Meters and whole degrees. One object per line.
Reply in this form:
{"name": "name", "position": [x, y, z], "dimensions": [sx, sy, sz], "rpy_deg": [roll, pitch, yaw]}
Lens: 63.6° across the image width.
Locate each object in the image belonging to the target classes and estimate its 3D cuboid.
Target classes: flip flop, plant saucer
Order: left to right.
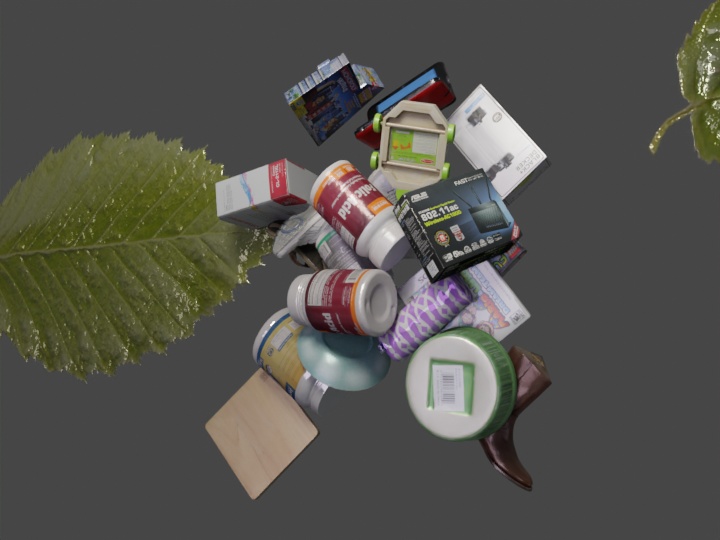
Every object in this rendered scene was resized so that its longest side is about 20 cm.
{"name": "flip flop", "position": [-0.135, -0.044, 1.301], "dimensions": [0.197, 0.080, 0.059], "rpy_deg": [32, 128, 24]}
{"name": "plant saucer", "position": [-0.029, 0.147, 1.157], "dimensions": [0.199, 0.199, 0.040], "rpy_deg": [36, 133, 24]}

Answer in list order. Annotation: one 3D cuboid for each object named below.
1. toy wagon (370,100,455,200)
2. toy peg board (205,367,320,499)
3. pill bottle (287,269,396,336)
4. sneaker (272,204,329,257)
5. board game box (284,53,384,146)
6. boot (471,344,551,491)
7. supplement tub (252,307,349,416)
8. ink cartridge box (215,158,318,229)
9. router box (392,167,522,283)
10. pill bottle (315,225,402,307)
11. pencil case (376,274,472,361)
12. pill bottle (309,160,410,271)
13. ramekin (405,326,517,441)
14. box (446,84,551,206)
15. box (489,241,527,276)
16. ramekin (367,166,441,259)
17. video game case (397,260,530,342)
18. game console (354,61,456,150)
{"name": "toy wagon", "position": [0.094, -0.206, 1.083], "dimensions": [0.150, 0.040, 0.207], "rpy_deg": [11, 114, 15]}
{"name": "toy peg board", "position": [-0.206, 0.356, 1.295], "dimensions": [0.199, 0.098, 0.200], "rpy_deg": [-44, 68, -1]}
{"name": "pill bottle", "position": [-0.038, 0.058, 1.082], "dimensions": [0.195, 0.112, 0.119], "rpy_deg": [-1, 84, 40]}
{"name": "sneaker", "position": [-0.102, -0.089, 1.242], "dimensions": [0.198, 0.088, 0.074], "rpy_deg": [-40, 36, -10]}
{"name": "board game box", "position": [-0.052, -0.383, 1.243], "dimensions": [0.196, 0.200, 0.063], "rpy_deg": [-33, 72, 4]}
{"name": "boot", "position": [0.296, 0.263, 1.058], "dimensions": [0.186, 0.064, 0.202], "rpy_deg": [43, 99, 21]}
{"name": "supplement tub", "position": [-0.117, 0.191, 1.223], "dimensions": [0.198, 0.144, 0.147], "rpy_deg": [36, 101, 25]}
{"name": "ink cartridge box", "position": [-0.206, -0.166, 1.302], "dimensions": [0.194, 0.145, 0.086], "rpy_deg": [-12, 78, 24]}
{"name": "router box", "position": [0.174, -0.084, 1.040], "dimensions": [0.153, 0.195, 0.062], "rpy_deg": [61, 151, 16]}
{"name": "pill bottle", "position": [0.000, 0.000, 1.196], "dimensions": [0.112, 0.112, 0.203], "rpy_deg": [-36, 78, 18]}
{"name": "pencil case", "position": [0.116, 0.082, 1.080], "dimensions": [0.199, 0.083, 0.087], "rpy_deg": [-41, 69, 15]}
{"name": "pill bottle", "position": [0.004, -0.102, 1.099], "dimensions": [0.200, 0.114, 0.115], "rpy_deg": [45, 104, 18]}
{"name": "ramekin", "position": [0.174, 0.204, 1.037], "dimensions": [0.194, 0.097, 0.208], "rpy_deg": [-3, 84, 27]}
{"name": "box", "position": [0.260, -0.242, 1.121], "dimensions": [0.116, 0.060, 0.203], "rpy_deg": [-41, 69, 17]}
{"name": "box", "position": [0.217, -0.005, 1.134], "dimensions": [0.201, 0.034, 0.111], "rpy_deg": [-48, 67, 15]}
{"name": "ramekin", "position": [0.088, -0.131, 1.179], "dimensions": [0.196, 0.094, 0.211], "rpy_deg": [-3, 84, 26]}
{"name": "video game case", "position": [0.192, 0.062, 1.105], "dimensions": [0.181, 0.024, 0.202], "rpy_deg": [-41, 79, 17]}
{"name": "game console", "position": [0.080, -0.346, 1.164], "dimensions": [0.196, 0.171, 0.122], "rpy_deg": [-28, 77, 21]}
